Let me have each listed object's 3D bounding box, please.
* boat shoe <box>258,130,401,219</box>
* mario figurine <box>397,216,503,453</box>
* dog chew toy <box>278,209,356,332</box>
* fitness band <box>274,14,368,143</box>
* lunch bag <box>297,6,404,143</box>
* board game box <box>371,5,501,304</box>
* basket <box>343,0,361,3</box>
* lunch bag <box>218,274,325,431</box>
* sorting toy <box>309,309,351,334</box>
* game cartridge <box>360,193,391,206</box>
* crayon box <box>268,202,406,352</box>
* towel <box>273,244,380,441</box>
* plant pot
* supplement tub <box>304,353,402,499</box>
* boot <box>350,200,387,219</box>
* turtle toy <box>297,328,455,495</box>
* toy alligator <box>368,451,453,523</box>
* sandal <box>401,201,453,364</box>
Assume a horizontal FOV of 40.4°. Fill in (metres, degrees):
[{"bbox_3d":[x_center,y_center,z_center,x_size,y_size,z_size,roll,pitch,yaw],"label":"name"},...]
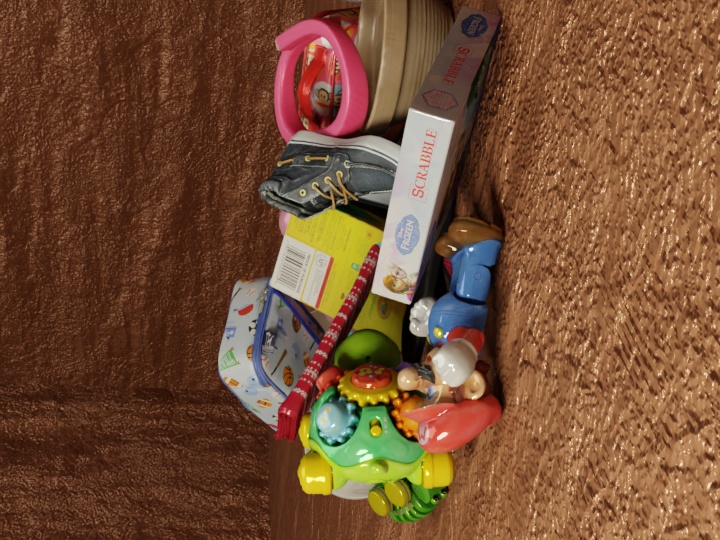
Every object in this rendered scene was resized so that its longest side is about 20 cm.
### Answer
[{"bbox_3d":[-0.024,-0.096,1.080,0.199,0.071,0.091,13,62,44],"label":"boat shoe"},{"bbox_3d":[0.068,0.056,0.848,0.123,0.105,0.202,36,-123,-57],"label":"mario figurine"},{"bbox_3d":[-0.029,-0.019,1.253,0.200,0.124,0.125,50,167,1],"label":"dog chew toy"},{"bbox_3d":[-0.053,-0.217,1.148,0.200,0.037,0.145,-4,95,61],"label":"fitness band"},{"bbox_3d":[-0.015,-0.238,1.284,0.082,0.175,0.202,30,124,35],"label":"lunch bag"},{"bbox_3d":[0.070,-0.107,0.898,0.200,0.041,0.201,-64,-12,-47],"label":"board game box"},{"bbox_3d":[0.012,-0.457,1.320,0.201,0.134,0.124,-98,16,-50],"label":"basket"},{"bbox_3d":[-0.103,0.102,1.245,0.200,0.075,0.161,58,-146,-47],"label":"lunch bag"},{"bbox_3d":[-0.003,0.097,1.368,0.181,0.106,0.200,-65,26,25],"label":"sorting toy"},{"bbox_3d":[0.003,-0.106,1.256,0.200,0.132,0.041,-152,73,-80],"label":"game cartridge"},{"bbox_3d":[0.000,0.000,1.150,0.051,0.199,0.128,-20,-47,-61],"label":"crayon box"},{"bbox_3d":[-0.035,0.080,1.024,0.201,0.022,0.145,-62,-4,-21],"label":"towel"},{"bbox_3d":[0.052,-0.254,1.121,0.201,0.092,0.203,-178,90,-80],"label":"plant pot"},{"bbox_3d":[0.007,0.183,1.141,0.200,0.131,0.133,113,158,-64],"label":"supplement tub"},{"bbox_3d":[0.007,-0.055,1.366,0.075,0.096,0.202,99,166,-66],"label":"boot"},{"bbox_3d":[0.010,0.130,0.937,0.200,0.144,0.102,-99,6,-67],"label":"turtle toy"},{"bbox_3d":[0.065,0.227,1.022,0.054,0.059,0.200,56,144,9],"label":"toy alligator"},{"bbox_3d":[0.082,0.010,1.026,0.075,0.045,0.202,141,144,-72],"label":"sandal"}]
